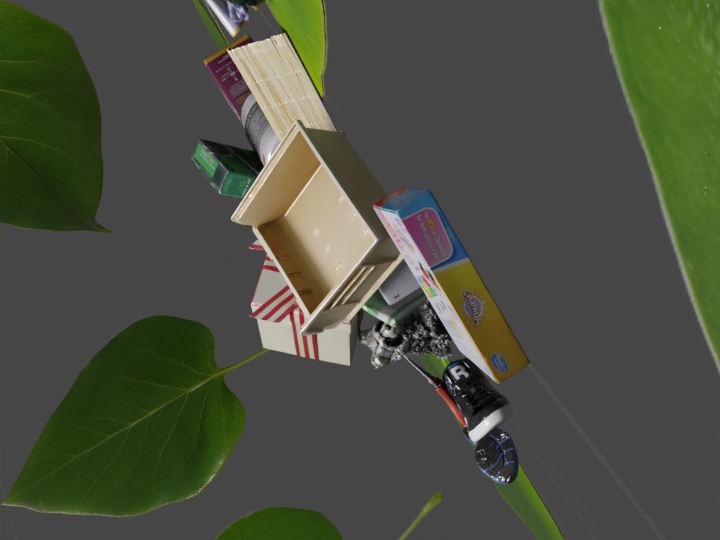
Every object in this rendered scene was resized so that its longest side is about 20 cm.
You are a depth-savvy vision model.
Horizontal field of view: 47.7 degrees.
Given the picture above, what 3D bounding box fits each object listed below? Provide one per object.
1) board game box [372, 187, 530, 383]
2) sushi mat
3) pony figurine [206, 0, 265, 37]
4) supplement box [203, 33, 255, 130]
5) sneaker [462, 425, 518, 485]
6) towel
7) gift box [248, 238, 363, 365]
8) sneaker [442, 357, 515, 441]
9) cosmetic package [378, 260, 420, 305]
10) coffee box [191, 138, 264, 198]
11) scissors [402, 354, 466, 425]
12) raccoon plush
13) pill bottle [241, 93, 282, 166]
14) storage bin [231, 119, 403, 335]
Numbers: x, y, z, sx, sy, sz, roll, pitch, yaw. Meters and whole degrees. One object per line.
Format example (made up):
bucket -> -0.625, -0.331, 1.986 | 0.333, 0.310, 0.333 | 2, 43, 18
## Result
board game box -> 0.090, 0.009, 0.854 | 0.201, 0.040, 0.153 | 58, 177, -10
sushi mat -> -0.098, -0.232, 1.129 | 0.200, 0.095, 0.012 | 60, -148, -35
pony figurine -> -0.211, -0.382, 1.001 | 0.200, 0.167, 0.193 | 42, -170, -19
supplement box -> -0.188, -0.318, 1.499 | 0.200, 0.103, 0.131 | 55, 176, 38
sneaker -> 0.243, 0.318, 1.424 | 0.079, 0.075, 0.200 | 49, -173, -13
towel -> 0.000, 0.000, 1.212 | 0.200, 0.023, 0.152 | 38, -152, 11
gift box -> -0.089, 0.038, 1.332 | 0.187, 0.199, 0.185 | 93, -175, -58
sneaker -> 0.159, 0.179, 1.171 | 0.112, 0.073, 0.200 | 56, 178, 11
cosmetic package -> 0.012, -0.058, 1.172 | 0.200, 0.071, 0.102 | 56, 177, 38
coffee box -> -0.160, -0.153, 1.316 | 0.199, 0.044, 0.123 | 9, -153, -40
scissors -> 0.110, 0.164, 1.219 | 0.200, 0.014, 0.073 | 47, -162, -32
raccoon plush -> 0.083, 0.133, 1.360 | 0.097, 0.134, 0.200 | 53, 174, 47
pill bottle -> -0.120, -0.218, 1.292 | 0.114, 0.114, 0.200 | 60, 177, -37
storage bin -> -0.055, -0.052, 1.065 | 0.093, 0.199, 0.200 | -6, -126, -49
